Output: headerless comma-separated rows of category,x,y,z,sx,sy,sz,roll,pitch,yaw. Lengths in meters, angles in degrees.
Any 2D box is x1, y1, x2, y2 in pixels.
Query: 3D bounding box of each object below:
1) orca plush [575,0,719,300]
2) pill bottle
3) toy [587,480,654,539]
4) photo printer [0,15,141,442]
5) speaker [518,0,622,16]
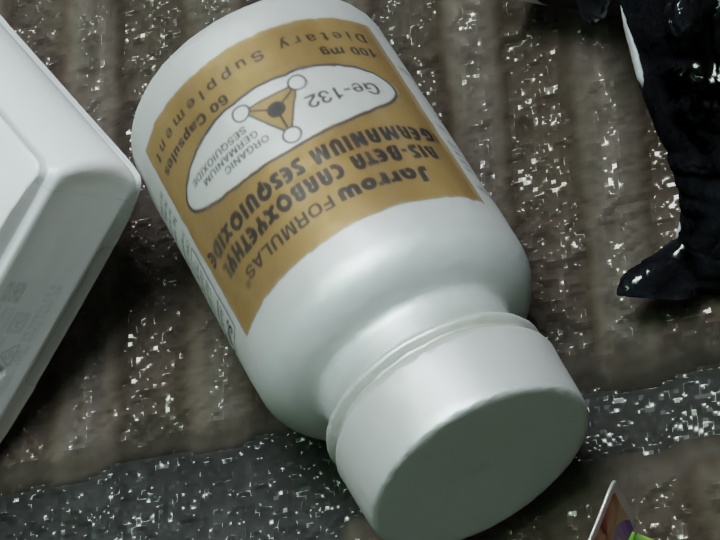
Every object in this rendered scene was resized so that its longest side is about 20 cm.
orca plush,0.114,-0.087,0.846,0.105,0.071,0.201,15,102,25
pill bottle,0.000,0.000,0.872,0.114,0.114,0.200,-32,56,2
toy,0.063,0.180,0.748,0.047,0.115,0.200,18,70,24
photo printer,-0.193,-0.036,0.959,0.200,0.069,0.167,48,116,33
speaker,0.154,-0.133,0.906,0.199,0.081,0.081,12,67,25
